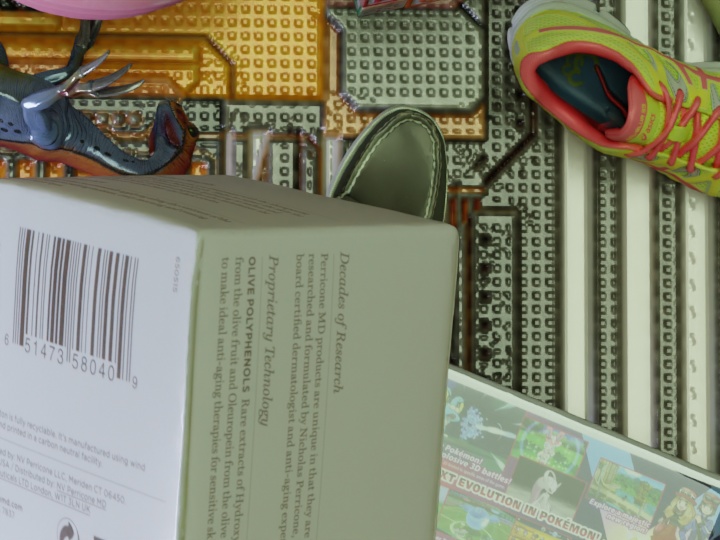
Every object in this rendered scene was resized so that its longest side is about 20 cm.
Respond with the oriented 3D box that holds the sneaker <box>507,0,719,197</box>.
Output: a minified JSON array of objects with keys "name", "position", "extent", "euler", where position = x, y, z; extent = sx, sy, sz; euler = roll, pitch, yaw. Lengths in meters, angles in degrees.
[{"name":"sneaker","position":[0.169,-0.085,1.326],"extent":[0.199,0.090,0.079],"euler":[23,112,2]}]

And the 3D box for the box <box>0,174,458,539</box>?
[{"name":"box","position":[-0.079,0.059,1.209],"extent":[0.170,0.198,0.202],"euler":[-4,101,-41]}]

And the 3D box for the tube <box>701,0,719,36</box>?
[{"name":"tube","position":[0.257,-0.104,1.368],"extent":[0.052,0.058,0.201],"euler":[-34,93,-49]}]

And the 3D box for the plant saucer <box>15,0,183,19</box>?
[{"name":"plant saucer","position":[-0.152,-0.208,1.299],"extent":[0.199,0.051,0.202],"euler":[8,49,-9]}]

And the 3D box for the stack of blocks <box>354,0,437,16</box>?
[{"name":"stack of blocks","position":[0.091,-0.201,1.325],"extent":[0.198,0.115,0.059],"euler":[-13,87,-6]}]

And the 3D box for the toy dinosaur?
[{"name":"toy dinosaur","position":[-0.189,-0.096,1.334],"extent":[0.200,0.105,0.182],"euler":[-35,107,33]}]

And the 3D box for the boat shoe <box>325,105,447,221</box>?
[{"name":"boat shoe","position":[0.003,0.001,1.330],"extent":[0.072,0.060,0.203],"euler":[21,85,-3]}]

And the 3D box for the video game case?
[{"name":"video game case","position":[0.089,0.167,1.312],"extent":[0.199,0.023,0.183],"euler":[22,86,-1]}]
